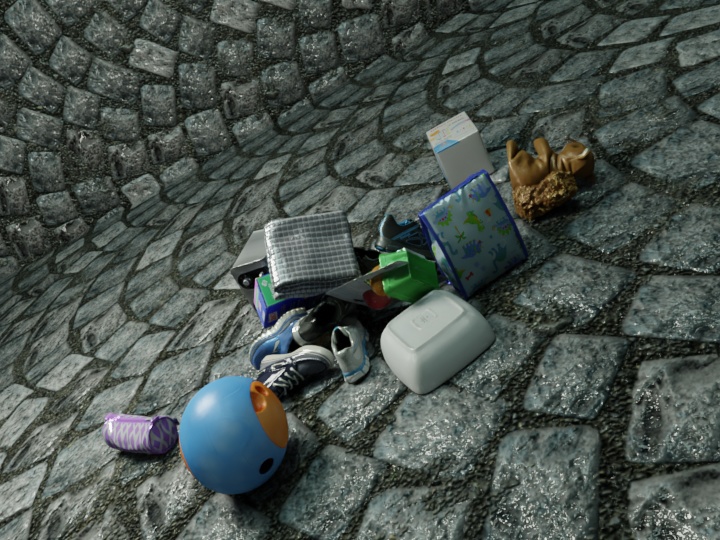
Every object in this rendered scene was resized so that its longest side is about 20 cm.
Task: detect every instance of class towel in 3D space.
[{"bbox_3d":[-0.102,-0.036,1.435,0.194,0.086,0.169,-9,61,-11],"label":"towel"}]

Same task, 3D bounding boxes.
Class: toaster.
[{"bbox_3d":[-0.222,0.000,1.725,0.116,0.184,0.202,-12,33,24],"label":"toaster"}]

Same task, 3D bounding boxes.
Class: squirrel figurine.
[{"bbox_3d":[0.427,-0.203,1.488,0.181,0.143,0.204,-8,47,18],"label":"squirrel figurine"}]

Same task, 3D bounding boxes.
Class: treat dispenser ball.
[{"bbox_3d":[-0.227,0.294,1.212,0.197,0.204,0.203,-23,28,13],"label":"treat dispenser ball"}]

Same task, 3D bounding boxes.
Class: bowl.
[{"bbox_3d":[0.134,0.118,1.281,0.197,0.076,0.200,-35,26,-8],"label":"bowl"}]

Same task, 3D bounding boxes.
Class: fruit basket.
[{"bbox_3d":[0.054,0.027,1.384,0.197,0.183,0.096,-19,65,38],"label":"fruit basket"}]

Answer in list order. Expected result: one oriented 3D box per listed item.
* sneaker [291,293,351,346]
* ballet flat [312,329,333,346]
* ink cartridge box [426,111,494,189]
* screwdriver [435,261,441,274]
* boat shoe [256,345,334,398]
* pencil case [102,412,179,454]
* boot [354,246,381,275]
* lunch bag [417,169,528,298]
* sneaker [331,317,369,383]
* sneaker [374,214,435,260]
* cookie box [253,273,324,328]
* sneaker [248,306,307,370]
[{"bbox_3d":[-0.059,0.083,1.431,0.090,0.067,0.200,-31,9,48],"label":"sneaker"},{"bbox_3d":[-0.137,0.130,1.544,0.197,0.066,0.071,-3,38,43],"label":"ballet flat"},{"bbox_3d":[0.265,-0.329,1.831,0.126,0.127,0.201,-26,28,9],"label":"ink cartridge box"},{"bbox_3d":[0.132,0.003,1.532,0.196,0.029,0.028,-12,32,40],"label":"screwdriver"},{"bbox_3d":[-0.143,0.222,1.405,0.197,0.075,0.094,-18,36,37],"label":"boat shoe"},{"bbox_3d":[-0.495,0.362,1.502,0.196,0.087,0.084,-10,31,36],"label":"pencil case"},{"bbox_3d":[0.000,0.000,1.547,0.197,0.132,0.068,3,40,47],"label":"boot"},{"bbox_3d":[0.223,-0.079,1.378,0.168,0.203,0.127,-33,27,-6],"label":"lunch bag"},{"bbox_3d":[-0.028,0.140,1.395,0.074,0.088,0.201,-29,25,6],"label":"sneaker"},{"bbox_3d":[0.127,-0.069,1.490,0.073,0.195,0.084,9,88,62],"label":"sneaker"},{"bbox_3d":[-0.142,0.043,1.540,0.196,0.077,0.172,-22,-14,-18],"label":"cookie box"},{"bbox_3d":[-0.174,0.170,1.483,0.200,0.090,0.078,-43,-21,32],"label":"sneaker"}]
